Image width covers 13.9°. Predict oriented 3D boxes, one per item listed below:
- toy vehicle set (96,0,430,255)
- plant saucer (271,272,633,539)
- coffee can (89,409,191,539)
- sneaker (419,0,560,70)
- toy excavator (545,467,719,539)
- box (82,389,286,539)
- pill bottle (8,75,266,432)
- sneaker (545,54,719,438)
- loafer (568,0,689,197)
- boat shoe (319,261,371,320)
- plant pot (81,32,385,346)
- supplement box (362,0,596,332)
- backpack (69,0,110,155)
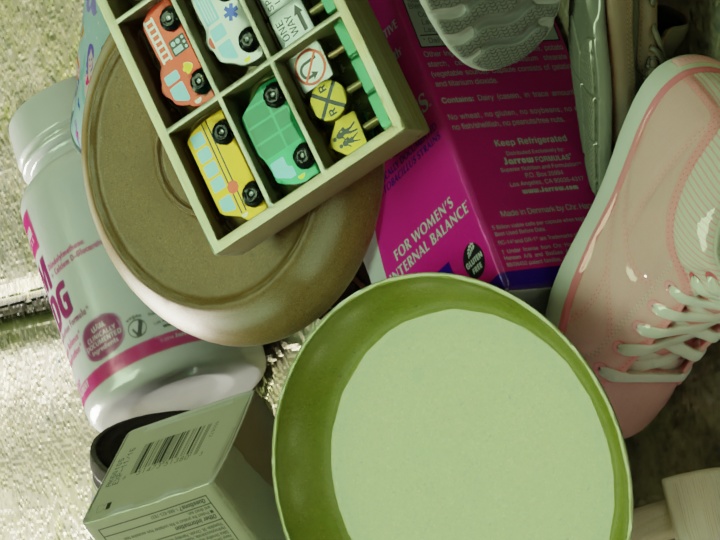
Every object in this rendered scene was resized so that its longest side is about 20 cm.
[{"bbox_3d":[-0.060,-0.124,1.453,0.124,0.026,0.201,-33,73,25],"label":"toy vehicle set"},{"bbox_3d":[0.048,0.098,1.407,0.199,0.031,0.202,7,102,31],"label":"plant saucer"},{"bbox_3d":[-0.089,0.199,1.709,0.146,0.146,0.201,27,118,52],"label":"coffee can"},{"bbox_3d":[0.038,-0.192,1.387,0.082,0.074,0.201,-125,12,-70],"label":"sneaker"},{"bbox_3d":[0.084,0.149,1.464,0.200,0.193,0.101,110,148,-80],"label":"toy excavator"},{"bbox_3d":[-0.049,0.171,1.570,0.095,0.078,0.201,-18,119,30],"label":"box"},{"bbox_3d":[-0.139,-0.012,1.777,0.113,0.113,0.201,-46,57,50],"label":"pill bottle"},{"bbox_3d":[0.150,0.010,1.371,0.105,0.075,0.201,48,129,49],"label":"sneaker"},{"bbox_3d":[0.130,-0.126,1.388,0.072,0.062,0.201,-104,6,-64],"label":"loafer"},{"bbox_3d":[0.000,0.000,1.544,0.072,0.072,0.200,-38,93,13],"label":"boat shoe"},{"bbox_3d":[-0.074,-0.060,1.505,0.199,0.027,0.202,4,96,37],"label":"plant pot"},{"bbox_3d":[0.053,-0.059,1.485,0.101,0.103,0.201,-45,57,48],"label":"supplement box"},{"bbox_3d":[-0.075,-0.122,1.630,0.178,0.150,0.201,-131,54,-59],"label":"backpack"}]
